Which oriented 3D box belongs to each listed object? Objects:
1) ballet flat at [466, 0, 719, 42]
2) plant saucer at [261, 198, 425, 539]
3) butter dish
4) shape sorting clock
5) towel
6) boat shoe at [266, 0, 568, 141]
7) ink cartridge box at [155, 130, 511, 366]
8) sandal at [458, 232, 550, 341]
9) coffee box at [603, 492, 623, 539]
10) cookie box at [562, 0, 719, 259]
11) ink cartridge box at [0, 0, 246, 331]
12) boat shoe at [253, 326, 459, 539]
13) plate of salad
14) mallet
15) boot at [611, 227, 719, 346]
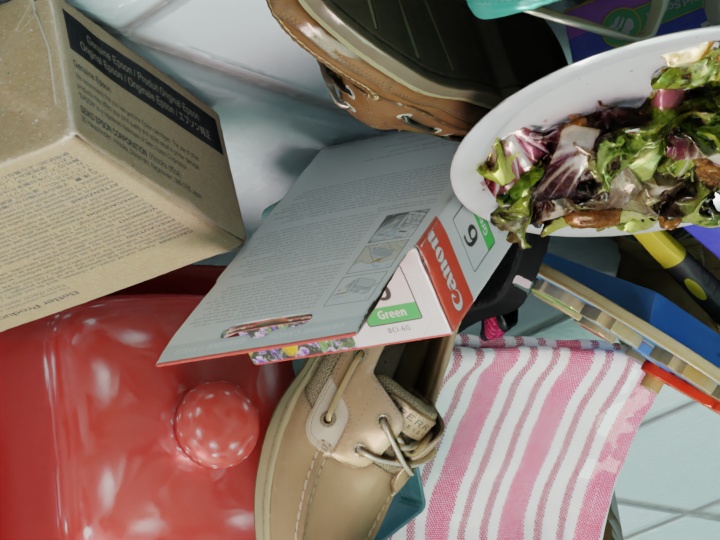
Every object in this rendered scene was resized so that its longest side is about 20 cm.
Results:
[{"bbox_3d":[0.131,-0.131,0.979,0.200,0.070,0.067,-4,-158,-11],"label":"ballet flat"},{"bbox_3d":[-0.009,0.047,1.214,0.019,0.200,0.070,4,-155,39],"label":"plant saucer"},{"bbox_3d":[-0.097,0.085,1.204,0.199,0.200,0.148,-1,170,-26],"label":"butter dish"},{"bbox_3d":[0.166,0.048,1.300,0.200,0.039,0.200,30,176,2],"label":"shape sorting clock"},{"bbox_3d":[0.077,0.106,1.390,0.200,0.030,0.146,4,115,-30],"label":"towel"},{"bbox_3d":[0.015,-0.090,1.027,0.068,0.072,0.200,-26,154,29],"label":"boat shoe"},{"bbox_3d":[0.000,0.000,1.085,0.109,0.050,0.200,-10,-153,31],"label":"ink cartridge box"},{"bbox_3d":[0.073,0.005,1.224,0.045,0.075,0.200,19,172,-11],"label":"sandal"},{"bbox_3d":[0.089,0.127,1.548,0.080,0.114,0.200,-19,156,25],"label":"coffee box"},{"bbox_3d":[0.211,-0.088,1.127,0.171,0.075,0.200,-20,157,20],"label":"cookie box"},{"bbox_3d":[-0.177,-0.034,1.064,0.200,0.075,0.165,-19,159,17],"label":"ink cartridge box"},{"bbox_3d":[0.004,0.071,1.164,0.064,0.200,0.071,4,164,42],"label":"boat shoe"},{"bbox_3d":[0.139,-0.049,1.025,0.200,0.048,0.200,-9,158,-4],"label":"plate of salad"},{"bbox_3d":[0.150,-0.008,1.240,0.066,0.041,0.200,-20,128,29],"label":"mallet"},{"bbox_3d":[0.223,-0.011,1.348,0.175,0.066,0.200,-2,159,10],"label":"boot"}]
